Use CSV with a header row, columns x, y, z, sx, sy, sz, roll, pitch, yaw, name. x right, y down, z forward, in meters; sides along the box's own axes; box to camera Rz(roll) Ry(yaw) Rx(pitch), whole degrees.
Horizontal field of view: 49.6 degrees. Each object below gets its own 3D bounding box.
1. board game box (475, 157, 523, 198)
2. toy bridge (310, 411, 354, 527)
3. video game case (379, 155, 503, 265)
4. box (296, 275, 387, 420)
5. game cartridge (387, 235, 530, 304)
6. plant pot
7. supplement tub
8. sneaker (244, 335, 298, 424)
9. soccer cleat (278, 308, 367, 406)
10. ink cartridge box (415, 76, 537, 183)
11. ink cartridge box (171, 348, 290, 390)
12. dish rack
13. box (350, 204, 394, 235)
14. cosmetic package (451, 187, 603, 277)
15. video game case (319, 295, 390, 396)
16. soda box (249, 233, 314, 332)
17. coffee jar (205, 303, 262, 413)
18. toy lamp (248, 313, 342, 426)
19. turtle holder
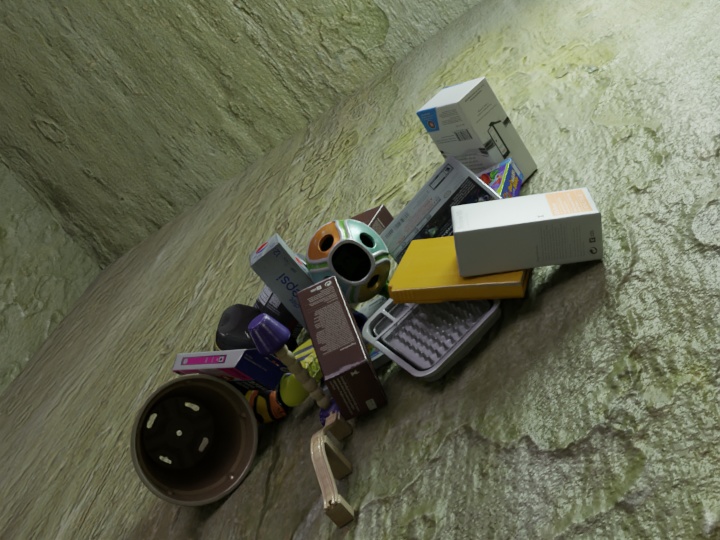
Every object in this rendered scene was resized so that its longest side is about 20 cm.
x,y,z,sx,sy,sz,roll,pitch,yaw,name
0.184,-0.108,1.378,0.199,0.045,0.135,-24,26,35,board game box
-0.040,0.251,1.051,0.027,0.067,0.200,-34,21,13,toy bridge
0.133,-0.081,1.322,0.200,0.023,0.182,-48,37,9,video game case
-0.031,0.114,1.177,0.074,0.101,0.201,-25,39,-1,box
0.152,-0.005,1.159,0.198,0.033,0.177,-6,25,22,game cartridge
-0.288,0.276,1.294,0.201,0.201,0.183,-47,10,-21,plant pot
-0.144,0.069,1.476,0.201,0.106,0.107,-58,18,9,supplement tub
-0.130,0.188,1.359,0.089,0.070,0.201,-10,32,26,sneaker
-0.060,0.137,1.277,0.083,0.065,0.201,-7,37,52,soccer cleat
0.215,-0.242,1.449,0.084,0.201,0.146,-43,21,-19,ink cartridge box
-0.203,0.161,1.251,0.198,0.095,0.037,-10,55,37,ink cartridge box
0.108,0.079,1.154,0.171,0.044,0.200,-43,30,-10,dish rack
-0.008,-0.035,1.568,0.100,0.075,0.201,-19,30,44,box
0.231,-0.055,1.099,0.198,0.072,0.102,-8,25,8,cosmetic package
-0.003,0.122,1.328,0.142,0.018,0.201,-32,21,18,video game case
-0.110,0.034,1.381,0.068,0.200,0.064,-38,21,4,soda box
-0.223,0.161,1.389,0.105,0.084,0.201,-83,9,-54,coffee jar
-0.094,0.147,1.168,0.058,0.200,0.058,-33,21,15,toy lamp
-0.011,0.002,1.318,0.140,0.187,0.132,-26,4,-5,turtle holder
